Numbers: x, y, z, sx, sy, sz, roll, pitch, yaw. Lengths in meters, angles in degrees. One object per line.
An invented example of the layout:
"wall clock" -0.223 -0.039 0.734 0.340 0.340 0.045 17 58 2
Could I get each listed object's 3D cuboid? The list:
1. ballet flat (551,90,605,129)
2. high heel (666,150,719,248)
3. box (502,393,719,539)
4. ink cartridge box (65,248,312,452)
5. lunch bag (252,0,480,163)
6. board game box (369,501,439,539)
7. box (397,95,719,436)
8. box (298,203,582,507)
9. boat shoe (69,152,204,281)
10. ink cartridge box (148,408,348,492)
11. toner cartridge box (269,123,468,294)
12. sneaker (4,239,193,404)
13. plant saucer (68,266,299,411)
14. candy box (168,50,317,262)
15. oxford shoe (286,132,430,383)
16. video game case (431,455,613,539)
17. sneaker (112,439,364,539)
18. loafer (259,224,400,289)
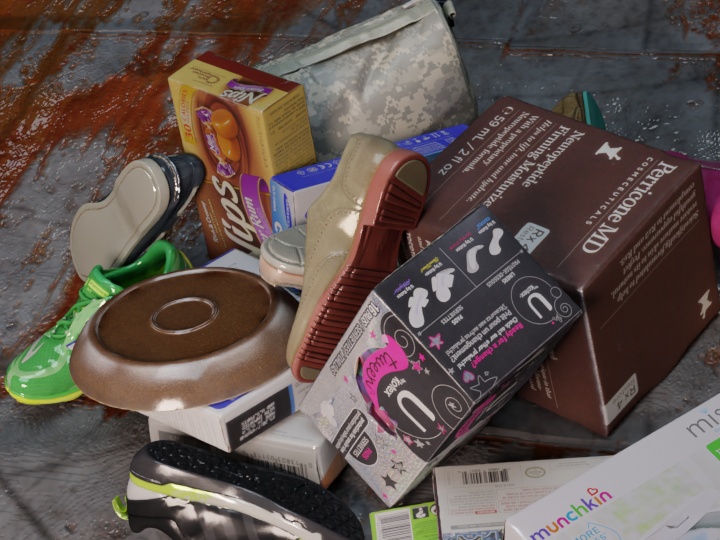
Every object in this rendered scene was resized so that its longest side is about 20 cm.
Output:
"ballet flat" 0.189 -0.082 1.827 0.072 0.068 0.201 -29 38 16
"high heel" 0.266 -0.056 1.729 0.095 0.068 0.200 0 11 6
"box" 0.225 0.206 1.410 0.199 0.097 0.177 -27 51 -21
"ink cartridge box" -0.105 0.063 1.718 0.197 0.047 0.199 -31 33 -35
"lunch bag" 0.008 -0.141 1.864 0.199 0.169 0.140 -22 41 -8
"board game box" 0.062 0.249 1.521 0.095 0.030 0.201 -10 38 3
"box" 0.156 -0.008 1.670 0.199 0.165 0.166 23 54 36
"box" 0.056 0.070 1.565 0.115 0.200 0.132 46 57 10
"boat shoe" -0.201 -0.049 1.851 0.062 0.200 0.075 -18 72 -36
"ink cartridge box" -0.059 0.102 1.728 0.161 0.051 0.200 8 29 26
"toner cartridge box" 0.020 -0.054 1.775 0.199 0.096 0.043 -17 28 -28
"sneaker" -0.232 0.040 1.806 0.200 0.084 0.074 -38 46 -22
"plant saucer" -0.140 0.047 1.680 0.198 0.032 0.201 -7 29 4
"candy box" -0.092 -0.080 1.802 0.116 0.201 0.056 23 46 36
"oxford shoe" -0.014 -0.010 1.624 0.075 0.070 0.201 31 99 37
"video game case" 0.156 0.210 1.505 0.198 0.036 0.182 -4 41 -1
"sneaker" -0.093 0.196 1.609 0.199 0.083 0.072 19 17 11
"loafer" 0.000 0.000 1.716 0.199 0.063 0.072 -9 39 -37
